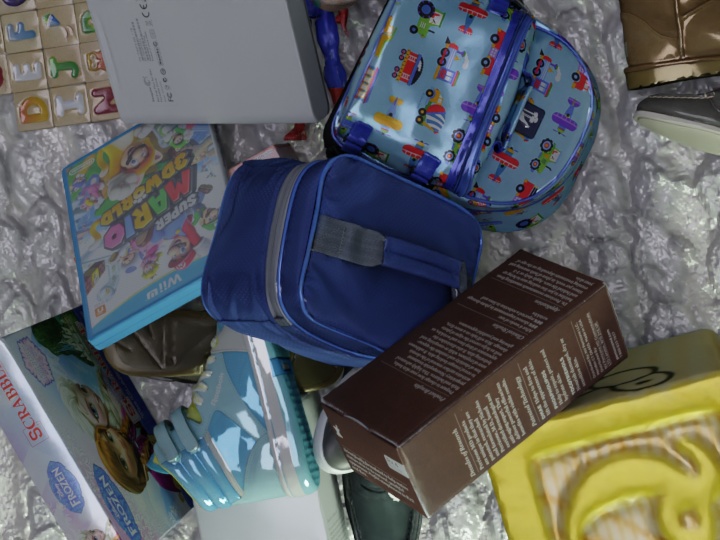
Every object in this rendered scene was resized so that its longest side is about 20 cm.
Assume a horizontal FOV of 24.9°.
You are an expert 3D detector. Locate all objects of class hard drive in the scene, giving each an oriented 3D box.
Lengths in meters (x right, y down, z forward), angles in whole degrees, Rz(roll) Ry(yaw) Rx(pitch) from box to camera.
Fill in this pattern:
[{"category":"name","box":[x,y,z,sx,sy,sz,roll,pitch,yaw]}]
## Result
[{"category":"hard drive","box":[-0.124,-0.180,1.287,0.199,0.026,0.133,3,118,34]}]

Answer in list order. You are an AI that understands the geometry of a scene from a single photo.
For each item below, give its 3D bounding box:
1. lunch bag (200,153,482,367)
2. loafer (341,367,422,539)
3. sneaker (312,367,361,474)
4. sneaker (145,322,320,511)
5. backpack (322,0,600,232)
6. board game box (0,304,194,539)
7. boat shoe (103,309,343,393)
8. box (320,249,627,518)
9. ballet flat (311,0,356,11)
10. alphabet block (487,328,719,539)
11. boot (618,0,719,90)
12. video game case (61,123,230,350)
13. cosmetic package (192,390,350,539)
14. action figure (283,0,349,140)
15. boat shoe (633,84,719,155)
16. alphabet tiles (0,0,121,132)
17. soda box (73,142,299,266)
[{"category":"lunch bag","box":[0.000,0.000,1.217,0.132,0.199,0.137,2,76,48]},{"category":"loafer","box":[0.013,0.157,1.345,0.068,0.070,0.202,-3,96,10]},{"category":"sneaker","box":[0.054,0.091,1.271,0.200,0.099,0.071,-36,104,-21]},{"category":"sneaker","box":[-0.118,0.094,1.283,0.130,0.080,0.201,-18,76,8]},{"category":"backpack","box":[0.091,-0.126,1.260,0.199,0.135,0.183,28,88,-4]},{"category":"board game box","box":[-0.218,0.133,1.315,0.041,0.200,0.201,-31,92,11]},{"category":"boat shoe","box":[-0.115,0.063,1.355,0.200,0.066,0.072,4,88,-14]},{"category":"box","box":[0.083,0.076,1.160,0.200,0.100,0.075,-34,121,-21]},{"category":"ballet flat","box":[0.026,-0.276,1.287,0.200,0.067,0.068,-43,87,-19]},{"category":"alphabet block","box":[0.212,0.172,1.248,0.194,0.200,0.197,-17,94,11]},{"category":"boot","box":[0.268,-0.250,1.260,0.174,0.066,0.201,-8,94,10]},{"category":"video game case","box":[-0.168,-0.045,1.310,0.143,0.018,0.201,-28,47,11]},{"category":"cosmetic package","box":[-0.073,0.207,1.359,0.112,0.081,0.201,-13,94,11]},{"category":"action figure","box":[-0.038,-0.207,1.325,0.065,0.052,0.201,-2,94,14]},{"category":"boat shoe","box":[0.314,-0.117,1.272,0.199,0.067,0.057,14,83,3]},{"category":"alphabet tiles","box":[-0.239,-0.208,1.377,0.199,0.006,0.167,-7,96,10]},{"category":"soda box","box":[-0.133,-0.030,1.351,0.199,0.064,0.069,-29,91,12]}]
